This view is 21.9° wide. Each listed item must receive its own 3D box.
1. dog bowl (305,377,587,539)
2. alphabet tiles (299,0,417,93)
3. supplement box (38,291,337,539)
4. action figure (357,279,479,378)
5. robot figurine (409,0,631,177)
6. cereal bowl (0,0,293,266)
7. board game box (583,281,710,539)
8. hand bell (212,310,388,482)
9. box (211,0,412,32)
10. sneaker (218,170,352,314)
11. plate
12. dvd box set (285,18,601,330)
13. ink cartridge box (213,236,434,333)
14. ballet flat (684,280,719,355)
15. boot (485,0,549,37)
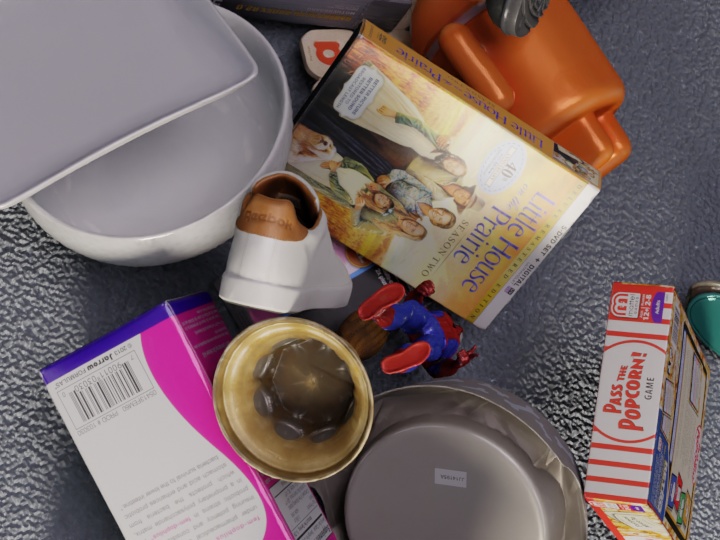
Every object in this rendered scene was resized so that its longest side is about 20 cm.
[{"bbox_3d":[0.062,0.164,1.261,0.200,0.200,0.059,54,24,-2],"label":"dog bowl"},{"bbox_3d":[0.054,-0.124,1.386,0.195,0.015,0.201,-4,69,-26],"label":"alphabet tiles"},{"bbox_3d":[-0.109,0.127,1.220,0.101,0.103,0.201,-27,88,11],"label":"supplement box"},{"bbox_3d":[0.045,0.043,1.266,0.052,0.200,0.066,-30,82,7],"label":"action figure"},{"bbox_3d":[0.113,-0.148,1.348,0.143,0.117,0.201,-28,79,-26],"label":"robot figurine"},{"bbox_3d":[-0.141,-0.084,1.265,0.199,0.083,0.201,-2,58,3],"label":"cereal bowl"},{"bbox_3d":[0.207,0.112,1.320,0.046,0.200,0.152,4,72,19],"label":"board game box"},{"bbox_3d":[-0.015,0.059,1.227,0.104,0.200,0.105,3,103,15],"label":"hand bell"},{"bbox_3d":[-0.049,-0.281,1.371,0.158,0.048,0.201,3,70,-22],"label":"box"},{"bbox_3d":[-0.040,-0.020,1.210,0.072,0.200,0.085,10,93,5],"label":"sneaker"},{"bbox_3d":[-0.195,-0.146,1.242,0.199,0.032,0.200,-28,60,-12],"label":"plate"},{"bbox_3d":[0.045,-0.062,1.290,0.199,0.146,0.029,32,30,-11],"label":"dvd box set"},{"bbox_3d":[0.000,0.000,1.348,0.200,0.037,0.095,-31,89,-26],"label":"ink cartridge box"},{"bbox_3d":[0.332,0.054,1.458,0.200,0.067,0.063,32,41,-15],"label":"ballet flat"},{"bbox_3d":[0.049,-0.259,1.294,0.199,0.066,0.166,18,75,18],"label":"boot"}]
